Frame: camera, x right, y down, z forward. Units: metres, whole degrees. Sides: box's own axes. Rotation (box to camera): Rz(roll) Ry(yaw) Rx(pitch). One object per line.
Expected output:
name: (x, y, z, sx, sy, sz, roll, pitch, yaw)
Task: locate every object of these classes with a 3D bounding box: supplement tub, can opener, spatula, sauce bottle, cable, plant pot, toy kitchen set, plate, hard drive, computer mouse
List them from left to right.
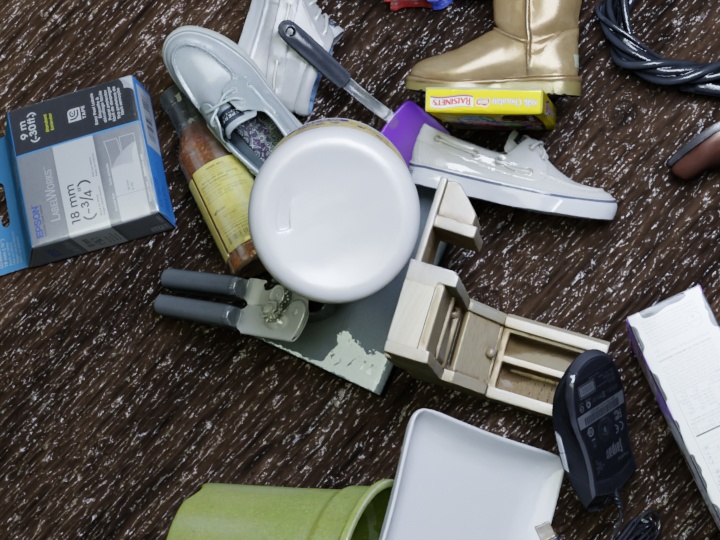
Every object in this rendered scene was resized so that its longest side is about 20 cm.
sauce bottle: (-0.136, -0.091, 1.474, 0.065, 0.066, 0.202, -27, 75, 4)
can opener: (-0.113, 0.034, 1.428, 0.198, 0.066, 0.053, 7, 77, 39)
plant pot: (-0.070, 0.269, 1.345, 0.182, 0.200, 0.203, 8, 81, 22)
supplement tub: (-0.022, -0.057, 1.329, 0.143, 0.200, 0.148, 0, 99, -1)
spatula: (-0.001, -0.170, 1.454, 0.199, 0.021, 0.057, 40, 87, -5)
hard drive: (0.000, 0.000, 1.450, 0.138, 0.033, 0.202, 23, 84, 14)
plate: (0.084, 0.238, 1.334, 0.032, 0.198, 0.203, 7, 78, 51)
toy kitchen set: (0.134, 0.028, 1.334, 0.178, 0.200, 0.165, 16, 83, 12)
computer mouse: (0.185, 0.177, 1.320, 0.140, 0.046, 0.202, -31, 111, -35)
cable: (0.320, -0.245, 1.429, 0.197, 0.051, 0.165, 11, 82, 13)

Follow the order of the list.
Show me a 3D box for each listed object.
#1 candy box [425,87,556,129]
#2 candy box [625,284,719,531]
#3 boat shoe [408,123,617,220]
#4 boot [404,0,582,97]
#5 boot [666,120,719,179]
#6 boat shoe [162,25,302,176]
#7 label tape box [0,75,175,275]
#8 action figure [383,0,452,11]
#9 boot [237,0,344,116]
candy box: (0.121, -0.145, 1.370, 0.101, 0.200, 0.027, 4, 92, 11)
candy box: (0.302, 0.128, 1.302, 0.071, 0.168, 0.202, -25, 77, 6)
boat shoe: (0.144, -0.094, 1.407, 0.197, 0.071, 0.071, 12, 93, 2)
boot: (0.128, -0.261, 1.407, 0.173, 0.066, 0.203, 1, 92, 6)
boot: (0.396, -0.055, 1.387, 0.186, 0.068, 0.202, -20, 84, -1)
boat shoe: (-0.110, -0.149, 1.440, 0.070, 0.072, 0.201, -42, 101, 17)
label tape box: (-0.295, -0.091, 1.505, 0.197, 0.063, 0.146, -15, 77, 7)
action figure: (0.125, -0.301, 1.466, 0.197, 0.065, 0.101, 3, 89, 11)
boot: (-0.058, -0.252, 1.495, 0.094, 0.074, 0.203, 17, 91, 7)
